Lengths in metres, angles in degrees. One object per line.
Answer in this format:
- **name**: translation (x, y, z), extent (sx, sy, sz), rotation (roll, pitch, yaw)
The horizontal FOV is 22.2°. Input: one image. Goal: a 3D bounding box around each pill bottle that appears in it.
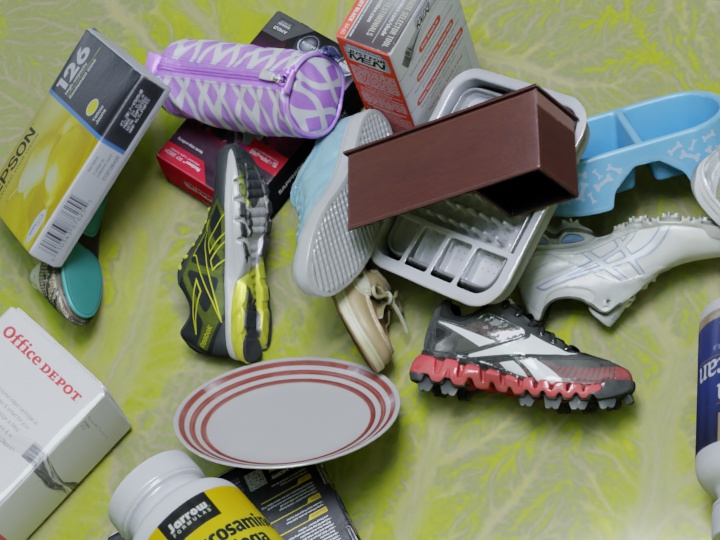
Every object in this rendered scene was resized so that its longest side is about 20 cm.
- **pill bottle**: translation (0.328, 0.127, 1.494), extent (0.110, 0.111, 0.202), rotation (-1, 62, 14)
- **pill bottle**: translation (-0.115, 0.243, 1.490), extent (0.112, 0.113, 0.200), rotation (-41, 61, -10)

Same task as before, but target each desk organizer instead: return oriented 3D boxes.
- **desk organizer**: translation (0.085, -0.083, 1.566), extent (0.199, 0.072, 0.078), rotation (-17, 60, 32)

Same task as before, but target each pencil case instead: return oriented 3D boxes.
- **pencil case**: translation (-0.105, -0.169, 1.699), extent (0.199, 0.085, 0.085), rotation (9, 90, 42)

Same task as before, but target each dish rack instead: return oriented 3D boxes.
- **dish rack**: translation (0.110, -0.069, 1.616), extent (0.171, 0.043, 0.201), rotation (23, 84, 44)

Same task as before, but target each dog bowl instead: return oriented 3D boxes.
- **dog bowl**: translation (0.244, -0.108, 1.647), extent (0.198, 0.050, 0.112), rotation (-17, 26, 1)

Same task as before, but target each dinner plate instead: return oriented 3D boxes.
- **dinner plate**: translation (-0.063, 0.129, 1.595), extent (0.198, 0.025, 0.200), rotation (-5, 22, 2)

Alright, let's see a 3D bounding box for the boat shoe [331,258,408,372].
- **boat shoe**: translation (0.000, 0.000, 1.672), extent (0.062, 0.073, 0.201), rotation (-20, 57, 2)

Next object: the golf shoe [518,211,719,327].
- **golf shoe**: translation (0.235, 0.001, 1.625), extent (0.198, 0.078, 0.098), rotation (-5, 80, 15)

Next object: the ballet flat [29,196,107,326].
- **ballet flat**: translation (-0.284, -0.023, 1.773), extent (0.075, 0.068, 0.202), rotation (-22, 50, 28)

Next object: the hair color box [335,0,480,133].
- **hair color box**: translation (0.050, -0.191, 1.689), extent (0.063, 0.200, 0.111), rotation (22, 68, 24)

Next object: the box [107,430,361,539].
- **box**: translation (-0.099, 0.254, 1.573), extent (0.199, 0.049, 0.160), rotation (-29, 61, -2)

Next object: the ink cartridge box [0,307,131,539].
- **ink cartridge box**: translation (-0.328, 0.157, 1.665), extent (0.146, 0.083, 0.200), rotation (37, 77, 29)

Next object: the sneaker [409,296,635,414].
- **sneaker**: translation (0.143, 0.070, 1.588), extent (0.198, 0.071, 0.099), rotation (8, 82, 19)

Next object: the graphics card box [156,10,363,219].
- **graphics card box**: translation (-0.090, -0.146, 1.790), extent (0.125, 0.051, 0.200), rotation (32, 73, 27)

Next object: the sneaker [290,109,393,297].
- **sneaker**: translation (-0.030, -0.053, 1.652), extent (0.081, 0.074, 0.201), rotation (-14, 41, 40)

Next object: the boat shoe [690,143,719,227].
- **boat shoe**: translation (0.372, -0.033, 1.563), extent (0.202, 0.065, 0.074), rotation (45, 60, 5)

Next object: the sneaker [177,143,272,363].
- **sneaker**: translation (-0.132, -0.015, 1.687), extent (0.084, 0.074, 0.202), rotation (-2, 85, 21)

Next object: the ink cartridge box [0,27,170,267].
- **ink cartridge box**: translation (-0.283, -0.128, 1.755), extent (0.199, 0.047, 0.200), rotation (-58, 39, 5)
